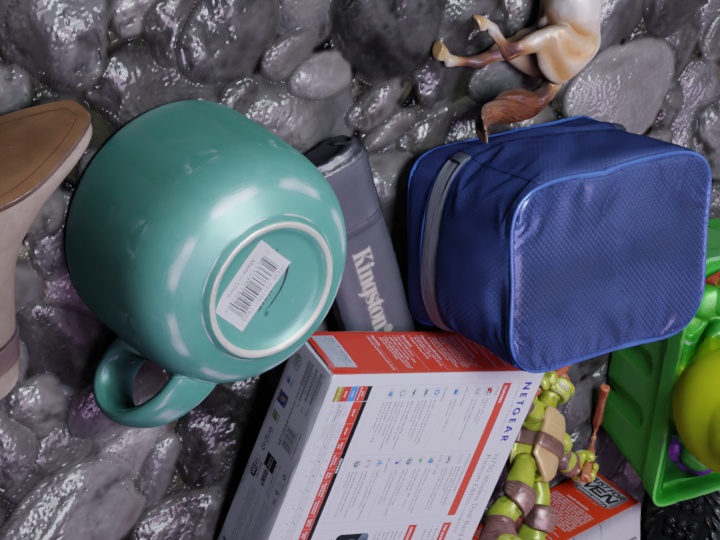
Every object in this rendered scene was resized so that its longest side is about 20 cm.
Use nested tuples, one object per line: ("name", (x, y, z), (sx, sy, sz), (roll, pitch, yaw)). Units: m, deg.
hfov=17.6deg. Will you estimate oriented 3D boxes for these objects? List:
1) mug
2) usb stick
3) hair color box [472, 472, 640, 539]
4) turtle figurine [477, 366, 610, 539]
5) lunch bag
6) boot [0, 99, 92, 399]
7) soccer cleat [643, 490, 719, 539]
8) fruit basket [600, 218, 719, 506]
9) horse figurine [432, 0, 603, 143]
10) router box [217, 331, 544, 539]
("mug", (-0.083, 0.003, 1.387), (0.152, 0.114, 0.186), (-21, 125, -30))
("usb stick", (0.000, 0.000, 1.512), (0.055, 0.033, 0.201), (-34, 131, -22))
("hair color box", (0.115, 0.237, 1.718), (0.199, 0.061, 0.102), (-22, 125, -28))
("turtle figurine", (0.122, 0.128, 1.646), (0.200, 0.064, 0.162), (59, 41, -58))
("lunch bag", (0.131, -0.026, 1.536), (0.199, 0.132, 0.137), (-12, 113, -35))
("boot", (-0.221, 0.009, 1.318), (0.200, 0.070, 0.147), (-34, 137, -20))
("soccer cleat", (0.267, 0.220, 1.844), (0.073, 0.068, 0.201), (-37, 132, -51))
("fruit basket", (0.272, 0.079, 1.665), (0.155, 0.215, 0.217), (-12, 121, -34))
("horse figurine", (0.126, -0.178, 1.507), (0.132, 0.050, 0.201), (12, 104, -38))
("router box", (0.009, 0.136, 1.554), (0.179, 0.049, 0.201), (1, 122, -37))
